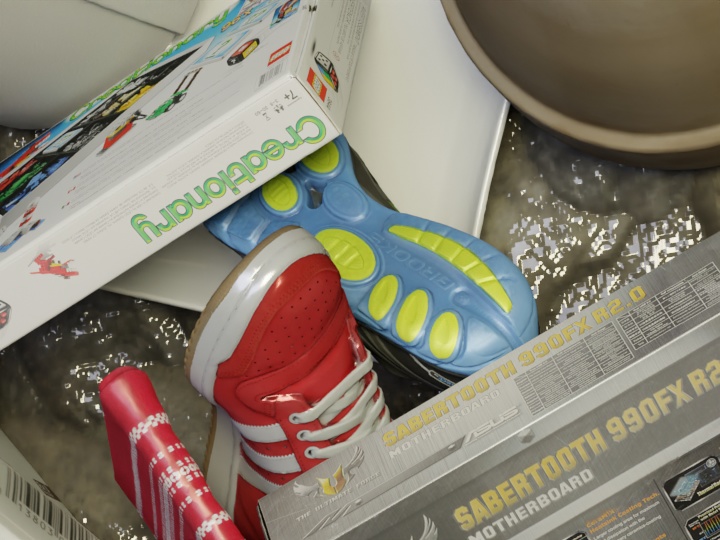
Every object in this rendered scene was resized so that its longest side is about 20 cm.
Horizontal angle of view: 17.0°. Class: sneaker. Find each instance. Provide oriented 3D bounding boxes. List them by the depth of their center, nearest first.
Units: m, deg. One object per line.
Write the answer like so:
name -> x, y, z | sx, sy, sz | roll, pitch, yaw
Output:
sneaker -> -0.006, 0.070, 0.911 | 0.071, 0.200, 0.112 | -39, 67, -22
sneaker -> 0.000, 0.000, 0.976 | 0.071, 0.083, 0.199 | -41, 49, -14

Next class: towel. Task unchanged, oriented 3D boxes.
towel -> -0.038, 0.132, 0.926 | 0.022, 0.145, 0.200 | -34, 77, -12

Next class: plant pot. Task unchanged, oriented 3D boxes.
plant pot -> 0.105, -0.150, 0.900 | 0.199, 0.173, 0.201 | -2, 83, 16

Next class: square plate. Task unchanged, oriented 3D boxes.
square plate -> -0.021, -0.070, 1.054 | 0.199, 0.028, 0.199 | 14, 90, 28

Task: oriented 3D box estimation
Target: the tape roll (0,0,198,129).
tape roll -> -0.178, -0.175, 1.067 | 0.202, 0.139, 0.204 | -9, 75, 35

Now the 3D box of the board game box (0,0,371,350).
board game box -> -0.087, -0.049, 1.005 | 0.200, 0.126, 0.035 | -31, 113, 23

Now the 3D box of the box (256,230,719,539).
box -> 0.086, 0.102, 0.884 | 0.199, 0.159, 0.048 | -31, 28, 3

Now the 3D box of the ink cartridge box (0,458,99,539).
ink cartridge box -> -0.165, 0.187, 0.988 | 0.200, 0.162, 0.050 | -38, 26, 19

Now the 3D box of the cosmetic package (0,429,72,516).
cosmetic package -> -0.203, 0.090, 1.075 | 0.081, 0.113, 0.200 | -42, 68, 0
